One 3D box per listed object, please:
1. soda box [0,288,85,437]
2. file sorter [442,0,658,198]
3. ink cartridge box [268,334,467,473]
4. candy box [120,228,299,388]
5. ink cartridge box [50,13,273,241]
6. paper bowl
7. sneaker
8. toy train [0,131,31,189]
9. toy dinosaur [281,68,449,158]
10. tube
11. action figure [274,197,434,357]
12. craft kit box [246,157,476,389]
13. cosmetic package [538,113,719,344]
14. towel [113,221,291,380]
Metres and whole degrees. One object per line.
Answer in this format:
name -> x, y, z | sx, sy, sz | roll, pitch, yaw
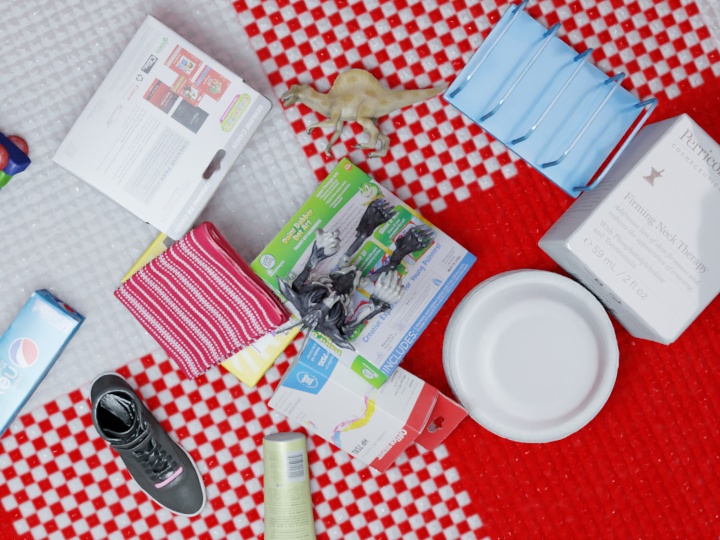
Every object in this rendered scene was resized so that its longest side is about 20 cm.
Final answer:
soda box -> -0.401, 0.120, 1.649 | 0.064, 0.068, 0.200 | 36, 89, -4
file sorter -> 0.220, -0.200, 1.646 | 0.200, 0.123, 0.139 | 37, 89, -3
ink cartridge box -> 0.008, 0.156, 1.641 | 0.200, 0.116, 0.067 | 31, 52, -3
candy box -> -0.172, 0.037, 1.680 | 0.200, 0.026, 0.102 | 39, 93, -3
ink cartridge box -> -0.222, -0.158, 1.643 | 0.176, 0.084, 0.200 | 35, 90, -3
paper bowl -> 0.198, 0.099, 1.663 | 0.200, 0.104, 0.201 | 0, 93, -2
sneaker -> -0.248, 0.207, 1.644 | 0.071, 0.099, 0.200 | -36, 94, -3
toy train -> -0.487, -0.154, 1.638 | 0.200, 0.085, 0.116 | 43, 102, -3
toy dinosaur -> 0.008, -0.185, 1.663 | 0.200, 0.058, 0.101 | -2, 80, -2
tube -> -0.085, 0.292, 1.683 | 0.058, 0.052, 0.200 | 0, 96, 38
action figure -> -0.010, 0.002, 1.538 | 0.119, 0.102, 0.200 | 40, 55, 2
craft kit box -> 0.000, 0.000, 1.625 | 0.197, 0.049, 0.200 | 39, 59, 0
cosmetic package -> 0.339, -0.047, 1.634 | 0.167, 0.166, 0.200 | 42, 88, -3
towel -> -0.181, 0.038, 1.611 | 0.145, 0.022, 0.200 | 50, 133, -9
